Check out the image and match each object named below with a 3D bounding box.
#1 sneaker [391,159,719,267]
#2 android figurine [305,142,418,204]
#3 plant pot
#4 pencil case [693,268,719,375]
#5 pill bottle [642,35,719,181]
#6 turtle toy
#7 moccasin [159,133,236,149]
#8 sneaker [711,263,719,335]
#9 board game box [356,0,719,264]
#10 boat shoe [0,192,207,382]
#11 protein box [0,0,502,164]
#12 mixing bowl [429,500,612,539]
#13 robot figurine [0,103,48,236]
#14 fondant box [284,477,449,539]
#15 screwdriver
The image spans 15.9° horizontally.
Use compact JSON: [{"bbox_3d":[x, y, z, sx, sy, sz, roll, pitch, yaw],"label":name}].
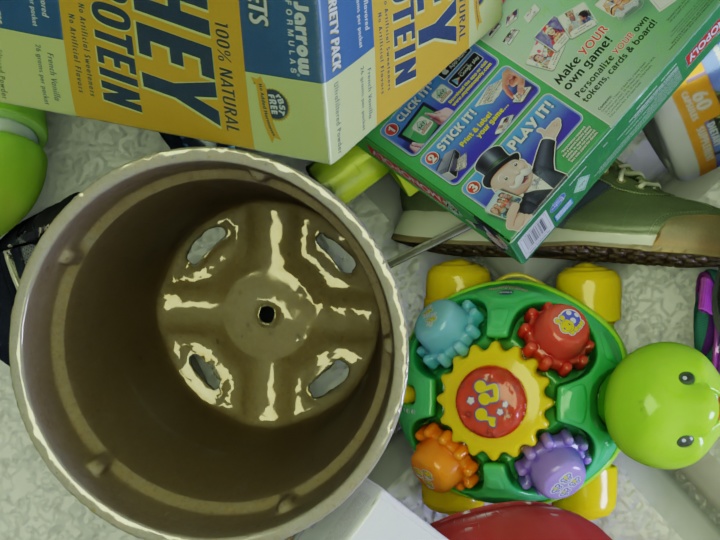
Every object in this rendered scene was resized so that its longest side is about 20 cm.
[{"bbox_3d":[0.114,-0.052,1.439,0.200,0.067,0.090,3,83,22],"label":"sneaker"},{"bbox_3d":[0.041,-0.123,1.443,0.200,0.041,0.182,-38,59,-5],"label":"android figurine"},{"bbox_3d":[-0.063,0.033,1.354,0.200,0.183,0.201,1,95,8],"label":"plant pot"},{"bbox_3d":[0.284,0.039,1.424,0.199,0.092,0.085,0,60,4],"label":"pencil case"},{"bbox_3d":[0.241,-0.141,1.430,0.200,0.112,0.112,-27,85,2],"label":"pill bottle"},{"bbox_3d":[0.103,0.069,1.413,0.199,0.101,0.146,1,93,16],"label":"turtle toy"},{"bbox_3d":[-0.127,-0.121,1.474,0.068,0.081,0.200,-21,72,-12],"label":"moccasin"},{"bbox_3d":[0.249,-0.036,1.369,0.073,0.082,0.200,29,61,10],"label":"sneaker"},{"bbox_3d":[0.100,-0.116,1.380,0.134,0.029,0.200,37,80,31],"label":"board game box"},{"bbox_3d":[-0.152,0.058,1.471,0.093,0.075,0.200,-17,99,33],"label":"boat shoe"},{"bbox_3d":[-0.058,-0.168,1.318,0.200,0.199,0.135,12,122,27],"label":"protein box"},{"bbox_3d":[0.076,0.193,1.394,0.200,0.200,0.109,-17,65,2],"label":"mixing bowl"},{"bbox_3d":[-0.236,-0.101,1.444,0.115,0.175,0.201,6,67,-39],"label":"robot figurine"},{"bbox_3d":[-0.038,0.171,1.377,0.058,0.200,0.144,37,85,-18],"label":"fondant box"},{"bbox_3d":[0.000,0.000,1.448,0.200,0.028,0.029,-31,78,21],"label":"screwdriver"}]
